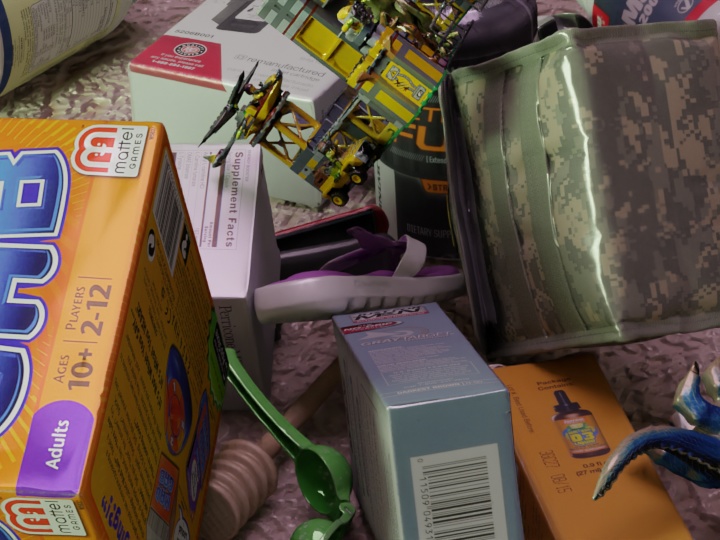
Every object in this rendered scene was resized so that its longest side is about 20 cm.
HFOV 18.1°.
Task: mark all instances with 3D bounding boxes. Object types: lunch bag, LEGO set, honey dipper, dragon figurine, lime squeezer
[{"bbox_3d":[0.108,-0.039,1.224,0.117,0.166,0.200,-7,-2,-28],"label":"lunch bag"},{"bbox_3d":[-0.007,-0.141,1.217,0.115,0.154,0.201,36,56,-6],"label":"LEGO set"},{"bbox_3d":[-0.033,0.081,1.239,0.038,0.038,0.200,13,33,25],"label":"honey dipper"},{"bbox_3d":[0.186,0.096,1.089,0.099,0.059,0.200,42,20,16],"label":"dragon figurine"},{"bbox_3d":[-0.035,0.123,1.143,0.070,0.038,0.201,18,46,-27],"label":"lime squeezer"}]

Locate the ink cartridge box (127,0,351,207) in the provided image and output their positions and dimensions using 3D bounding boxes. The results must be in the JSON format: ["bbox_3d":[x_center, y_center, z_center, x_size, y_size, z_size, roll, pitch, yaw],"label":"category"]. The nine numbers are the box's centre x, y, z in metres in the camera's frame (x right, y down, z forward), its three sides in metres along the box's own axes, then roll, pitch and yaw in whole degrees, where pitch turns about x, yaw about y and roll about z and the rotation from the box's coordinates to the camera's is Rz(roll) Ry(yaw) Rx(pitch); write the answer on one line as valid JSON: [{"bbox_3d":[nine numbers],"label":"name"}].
[{"bbox_3d":[-0.045,-0.137,1.532,0.144,0.084,0.200,12,36,24],"label":"ink cartridge box"}]

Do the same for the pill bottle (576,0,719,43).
[{"bbox_3d":[0.222,-0.172,1.527,0.119,0.121,0.200,-14,33,-16],"label":"pill bottle"}]

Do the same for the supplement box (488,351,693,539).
[{"bbox_3d":[0.113,0.122,1.128,0.066,0.069,0.201,-7,34,-9],"label":"supplement box"}]

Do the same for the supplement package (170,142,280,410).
[{"bbox_3d":[-0.150,0.004,1.270,0.198,0.114,0.110,-1,53,6],"label":"supplement package"}]

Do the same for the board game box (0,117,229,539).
[{"bbox_3d":[-0.186,0.068,1.065,0.198,0.201,0.201,2,53,9],"label":"board game box"}]

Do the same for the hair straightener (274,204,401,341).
[{"bbox_3d":[-0.071,0.010,1.344,0.198,0.041,0.077,-10,33,-10],"label":"hair straightener"}]

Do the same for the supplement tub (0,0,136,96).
[{"bbox_3d":[-0.252,-0.212,1.614,0.144,0.146,0.200,19,39,32],"label":"supplement tub"}]

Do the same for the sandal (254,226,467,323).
[{"bbox_3d":[0.007,-0.001,1.266,0.082,0.050,0.202,-8,-1,23],"label":"sandal"}]

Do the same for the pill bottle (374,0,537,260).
[{"bbox_3d":[0.057,-0.117,1.379,0.105,0.202,0.107,-3,31,2],"label":"pill bottle"}]

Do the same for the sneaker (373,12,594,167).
[{"bbox_3d":[0.062,-0.118,1.518,0.199,0.075,0.088,-25,23,-31],"label":"sneaker"}]

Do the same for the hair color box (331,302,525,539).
[{"bbox_3d":[0.031,0.086,1.102,0.060,0.100,0.200,-8,12,-7],"label":"hair color box"}]
